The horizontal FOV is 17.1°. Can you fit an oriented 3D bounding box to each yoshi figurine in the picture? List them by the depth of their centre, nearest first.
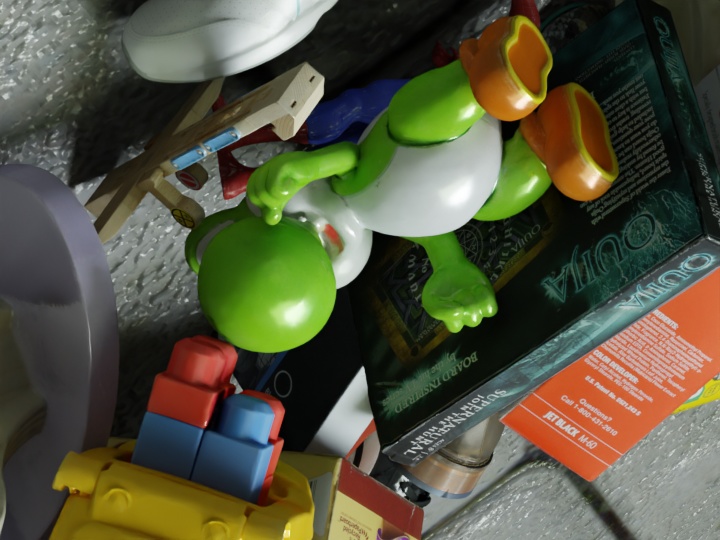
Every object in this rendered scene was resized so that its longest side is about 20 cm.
[{"bbox_3d":[0.005,-0.022,1.037,0.200,0.113,0.112,-27,169,26],"label":"yoshi figurine"}]

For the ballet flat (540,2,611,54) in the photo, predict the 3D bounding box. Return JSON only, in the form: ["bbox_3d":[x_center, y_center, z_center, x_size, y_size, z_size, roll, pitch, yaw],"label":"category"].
[{"bbox_3d":[0.149,-0.076,1.289,0.072,0.072,0.200,-40,151,9],"label":"ballet flat"}]

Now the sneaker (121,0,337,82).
[{"bbox_3d":[-0.023,-0.154,1.016,0.200,0.070,0.080,-32,126,5],"label":"sneaker"}]

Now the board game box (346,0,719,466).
[{"bbox_3d":[0.073,-0.016,1.080,0.028,0.135,0.200,21,135,-40],"label":"board game box"}]

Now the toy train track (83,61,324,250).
[{"bbox_3d":[-0.064,-0.047,1.040,0.115,0.033,0.200,-56,-163,-26],"label":"toy train track"}]

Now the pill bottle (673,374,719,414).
[{"bbox_3d":[0.218,0.019,1.453,0.200,0.113,0.113,-14,145,-32],"label":"pill bottle"}]

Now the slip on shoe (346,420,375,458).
[{"bbox_3d":[-0.047,0.128,1.393,0.200,0.061,0.074,-39,149,5],"label":"slip on shoe"}]

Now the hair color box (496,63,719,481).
[{"bbox_3d":[0.147,-0.010,1.089,0.064,0.111,0.200,34,119,-22],"label":"hair color box"}]

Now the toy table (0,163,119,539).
[{"bbox_3d":[-0.191,0.057,1.041,0.117,0.184,0.200,-22,126,-50],"label":"toy table"}]

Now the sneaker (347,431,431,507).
[{"bbox_3d":[0.022,0.155,1.450,0.200,0.112,0.073,-41,151,11],"label":"sneaker"}]

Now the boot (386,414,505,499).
[{"bbox_3d":[0.060,0.031,1.262,0.075,0.200,0.097,25,114,-14],"label":"boot"}]

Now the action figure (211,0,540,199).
[{"bbox_3d":[0.027,-0.098,1.150,0.200,0.099,0.065,-7,149,-4],"label":"action figure"}]

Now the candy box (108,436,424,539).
[{"bbox_3d":[-0.081,0.127,1.243,0.200,0.057,0.117,1,162,24],"label":"candy box"}]

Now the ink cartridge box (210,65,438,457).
[{"bbox_3d":[0.000,0.000,1.215,0.039,0.100,0.200,1,134,-42],"label":"ink cartridge box"}]

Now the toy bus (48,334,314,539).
[{"bbox_3d":[-0.078,0.125,1.052,0.200,0.135,0.192,23,83,-83],"label":"toy bus"}]

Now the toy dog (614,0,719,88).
[{"bbox_3d":[0.217,-0.110,1.208,0.139,0.200,0.194,-6,112,15],"label":"toy dog"}]
